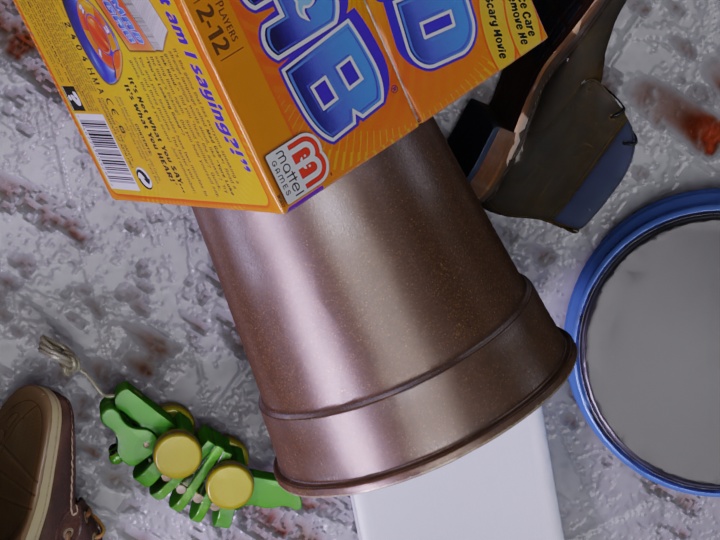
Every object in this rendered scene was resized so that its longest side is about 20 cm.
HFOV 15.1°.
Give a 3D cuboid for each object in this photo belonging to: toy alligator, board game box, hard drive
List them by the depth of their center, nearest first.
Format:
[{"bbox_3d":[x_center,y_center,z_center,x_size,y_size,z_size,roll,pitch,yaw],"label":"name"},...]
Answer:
[{"bbox_3d":[-0.059,-0.169,1.523,0.200,0.200,0.200,-34,111,-26],"label":"board game box"},{"bbox_3d":[-0.130,0.112,1.708,0.200,0.059,0.054,32,100,-16],"label":"toy alligator"},{"bbox_3d":[0.069,0.188,1.779,0.132,0.027,0.200,-12,108,-5],"label":"hard drive"}]

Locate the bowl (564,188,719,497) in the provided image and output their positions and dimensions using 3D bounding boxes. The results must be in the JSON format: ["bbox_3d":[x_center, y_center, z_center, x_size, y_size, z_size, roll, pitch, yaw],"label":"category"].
[{"bbox_3d":[0.228,0.049,1.722,0.200,0.039,0.201,2,101,8],"label":"bowl"}]

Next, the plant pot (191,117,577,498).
[{"bbox_3d":[0.000,0.000,1.626,0.200,0.200,0.198,-25,105,0],"label":"plant pot"}]

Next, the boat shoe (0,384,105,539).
[{"bbox_3d":[-0.200,0.165,1.718,0.072,0.072,0.200,-4,110,-39],"label":"boat shoe"}]

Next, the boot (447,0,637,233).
[{"bbox_3d":[0.138,-0.114,1.679,0.097,0.075,0.200,25,112,-24],"label":"boot"}]
